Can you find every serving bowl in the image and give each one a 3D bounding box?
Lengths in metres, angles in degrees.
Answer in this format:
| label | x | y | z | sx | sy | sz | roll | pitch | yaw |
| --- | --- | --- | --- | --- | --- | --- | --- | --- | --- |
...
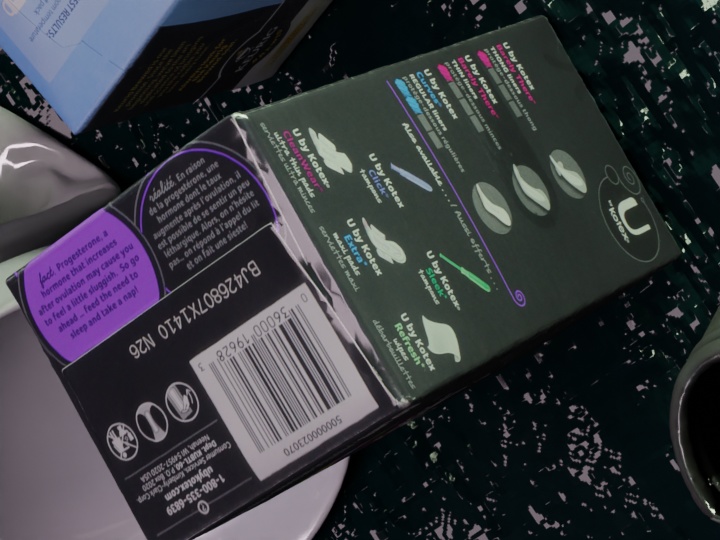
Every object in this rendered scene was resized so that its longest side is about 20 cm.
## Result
| label | x | y | z | sx | sy | sz | roll | pitch | yaw |
| --- | --- | --- | --- | --- | --- | --- | --- | --- | --- |
| serving bowl | -0.106 | 0.062 | 0.969 | 0.200 | 0.200 | 0.066 | -65 | 35 | 28 |

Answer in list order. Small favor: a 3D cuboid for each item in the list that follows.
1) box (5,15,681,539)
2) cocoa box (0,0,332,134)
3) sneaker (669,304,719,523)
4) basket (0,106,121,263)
| label | x | y | z | sx | sy | sz | roll | pitch | yaw |
| --- | --- | --- | --- | --- | --- | --- | --- | --- | --- |
| box | 0.000 | 0.000 | 0.855 | 0.122 | 0.200 | 0.106 | -33 | 85 | 35 |
| cocoa box | -0.053 | -0.168 | 0.883 | 0.133 | 0.131 | 0.200 | 49 | 124 | 11 |
| sneaker | 0.170 | 0.091 | 0.834 | 0.071 | 0.099 | 0.200 | -39 | 82 | 32 |
| basket | -0.219 | -0.011 | 1.035 | 0.200 | 0.136 | 0.124 | 29 | 120 | 24 |
